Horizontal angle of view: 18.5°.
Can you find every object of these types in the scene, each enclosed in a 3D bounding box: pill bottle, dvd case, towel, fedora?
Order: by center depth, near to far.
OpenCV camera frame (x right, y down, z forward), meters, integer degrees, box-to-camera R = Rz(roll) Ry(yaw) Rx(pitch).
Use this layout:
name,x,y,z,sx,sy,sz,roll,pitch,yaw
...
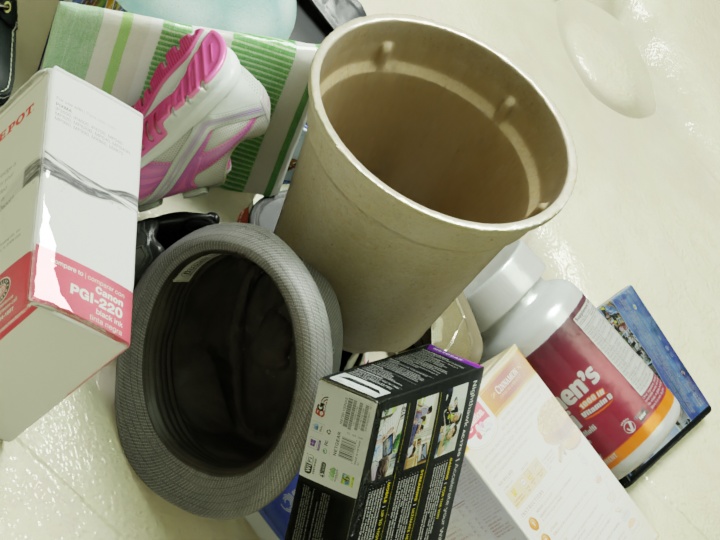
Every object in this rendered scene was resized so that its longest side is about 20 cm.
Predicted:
name,x,y,z,sx,sy,sz,roll,pitch,yaw
fedora,-0.077,0.064,1.523,0.090,0.176,0.201,-6,108,-56
towel,-0.134,-0.122,1.592,0.199,0.153,0.023,8,46,-17
pill bottle,0.168,0.078,1.867,0.200,0.109,0.110,47,35,-6
dvd case,0.241,0.103,2.014,0.143,0.018,0.200,57,34,2

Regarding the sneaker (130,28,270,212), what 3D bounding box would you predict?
name,x,y,z,sx,sy,sz,roll,pitch,yaw
sneaker,-0.139,-0.078,1.561,0.088,0.200,0.082,34,34,-35

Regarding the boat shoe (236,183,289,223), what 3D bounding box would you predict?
name,x,y,z,sx,sy,sz,roll,pitch,yaw
boat shoe,-0.008,-0.030,1.744,0.199,0.063,0.071,-1,56,-29

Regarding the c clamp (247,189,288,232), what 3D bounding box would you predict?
name,x,y,z,sx,sy,sz,roll,pitch,yaw
c clamp,0.000,0.000,1.665,0.199,0.027,0.171,-23,64,-42

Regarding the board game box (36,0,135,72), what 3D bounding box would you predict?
name,x,y,z,sx,sy,sz,roll,pitch,yaw
board game box,-0.184,-0.219,1.683,0.034,0.135,0.201,34,40,-25

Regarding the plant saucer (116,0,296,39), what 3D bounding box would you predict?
name,x,y,z,sx,sy,sz,roll,pitch,yaw
plant saucer,-0.120,-0.244,1.622,0.200,0.039,0.202,25,44,-26

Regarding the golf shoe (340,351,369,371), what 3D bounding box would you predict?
name,x,y,z,sx,sy,sz,roll,pitch,yaw
golf shoe,-0.020,0.069,1.672,0.073,0.092,0.200,45,34,-12

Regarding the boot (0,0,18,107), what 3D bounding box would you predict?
name,x,y,z,sx,sy,sz,roll,pitch,yaw
boot,-0.259,-0.229,1.581,0.073,0.154,0.204,12,51,-36

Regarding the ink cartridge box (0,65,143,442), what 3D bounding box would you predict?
name,x,y,z,sx,sy,sz,roll,pitch,yaw
ink cartridge box,-0.218,-0.011,1.457,0.085,0.145,0.201,26,44,-32

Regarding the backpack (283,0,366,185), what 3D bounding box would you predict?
name,x,y,z,sx,sy,sz,roll,pitch,yaw
backpack,-0.080,-0.156,1.739,0.190,0.154,0.200,36,43,-10

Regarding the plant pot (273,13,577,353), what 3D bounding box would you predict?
name,x,y,z,sx,sy,sz,roll,pitch,yaw
plant pot,0.025,-0.045,1.565,0.199,0.184,0.201,15,45,-16

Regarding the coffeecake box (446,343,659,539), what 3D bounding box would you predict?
name,x,y,z,sx,sy,sz,roll,pitch,yaw
coffeecake box,0.131,0.182,1.770,0.200,0.073,0.153,53,35,-2

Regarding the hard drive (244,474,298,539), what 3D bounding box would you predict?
name,x,y,z,sx,sy,sz,roll,pitch,yaw
hard drive,0.010,0.226,1.632,0.200,0.025,0.132,53,35,-2

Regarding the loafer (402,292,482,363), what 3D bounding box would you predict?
name,x,y,z,sx,sy,sz,roll,pitch,yaw
loafer,0.035,-0.002,1.810,0.067,0.076,0.201,-10,69,-59

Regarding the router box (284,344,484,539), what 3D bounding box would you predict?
name,x,y,z,sx,sy,sz,roll,pitch,yaw
router box,0.010,0.161,1.500,0.051,0.201,0.149,21,17,28

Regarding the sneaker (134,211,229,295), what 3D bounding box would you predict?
name,x,y,z,sx,sy,sz,roll,pitch,yaw
sneaker,-0.112,0.006,1.611,0.200,0.098,0.071,15,49,-44
